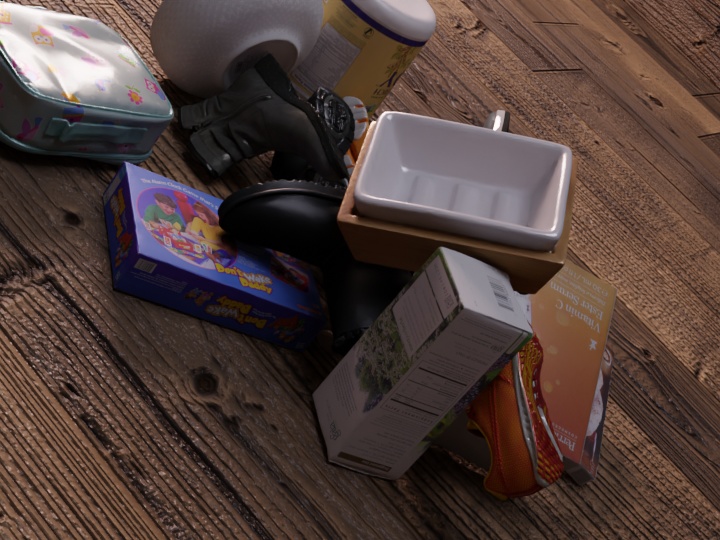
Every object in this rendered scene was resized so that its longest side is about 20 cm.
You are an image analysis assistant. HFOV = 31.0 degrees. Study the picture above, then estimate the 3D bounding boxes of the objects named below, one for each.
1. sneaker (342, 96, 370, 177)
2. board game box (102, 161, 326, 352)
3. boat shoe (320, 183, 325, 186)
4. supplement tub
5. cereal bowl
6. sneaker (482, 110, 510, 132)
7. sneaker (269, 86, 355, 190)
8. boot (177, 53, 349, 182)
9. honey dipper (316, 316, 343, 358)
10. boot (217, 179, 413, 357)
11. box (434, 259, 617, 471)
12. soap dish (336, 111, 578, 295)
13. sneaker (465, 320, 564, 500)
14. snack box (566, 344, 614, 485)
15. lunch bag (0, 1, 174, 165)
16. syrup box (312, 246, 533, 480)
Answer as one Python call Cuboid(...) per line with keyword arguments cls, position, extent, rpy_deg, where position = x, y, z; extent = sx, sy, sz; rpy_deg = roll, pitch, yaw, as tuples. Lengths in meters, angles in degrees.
Cuboid(cls="sneaker", position=(-0.003, -0.103, 1.478), extent=(0.077, 0.078, 0.201), rpy_deg=(72, 12, -55))
Cuboid(cls="board game box", position=(-0.136, -0.012, 1.207), extent=(0.199, 0.045, 0.135), rpy_deg=(22, 32, -31))
Cuboid(cls="boat shoe", position=(0.000, 0.000, 1.330), extent=(0.075, 0.068, 0.200), rpy_deg=(-41, 87, -23))
Cuboid(cls="supplement tub", position=(-0.019, -0.261, 1.561), extent=(0.145, 0.200, 0.146), rpy_deg=(29, 29, -18))
Cuboid(cls="cereal bowl", position=(-0.126, -0.254, 1.429), extent=(0.200, 0.200, 0.084), rpy_deg=(1, 55, -51))
Cuboid(cls="sneaker", position=(0.099, -0.115, 1.507), extent=(0.120, 0.084, 0.201), rpy_deg=(15, 56, 11))
Cuboid(cls="sneaker", position=(-0.057, -0.101, 1.414), extent=(0.076, 0.091, 0.201), rpy_deg=(34, 47, -34))
Cuboid(cls="boot", position=(-0.104, -0.130, 1.350), extent=(0.200, 0.130, 0.068), rpy_deg=(53, -4, 39))
Cuboid(cls="honey dipper", position=(0.023, 0.001, 1.280), extent=(0.038, 0.038, 0.200), rpy_deg=(37, 61, -3))
Cuboid(cls="boot", position=(-0.024, 0.004, 1.194), extent=(0.197, 0.073, 0.163), rpy_deg=(3, 57, -28))
Cuboid(cls="box", position=(0.143, 0.081, 1.257), extent=(0.152, 0.106, 0.201), rpy_deg=(29, 58, -19))
Cuboid(cls="soap dish", position=(0.090, -0.061, 1.174), extent=(0.199, 0.081, 0.158), rpy_deg=(11, 42, 6))
Cuboid(cls="sneaker", position=(0.120, 0.101, 1.128), extent=(0.073, 0.077, 0.201), rpy_deg=(40, 37, -42))
Cuboid(cls="snack box", position=(0.236, 0.136, 1.408), extent=(0.072, 0.024, 0.200), rpy_deg=(45, 37, -19))
Cuboid(cls="lunch bag", position=(-0.284, -0.173, 1.234), extent=(0.200, 0.077, 0.161), rpy_deg=(0, 48, -51))
Cuboid(cls="syrup box", position=(0.049, 0.084, 1.120), extent=(0.081, 0.200, 0.079), rpy_deg=(21, 32, -31))
